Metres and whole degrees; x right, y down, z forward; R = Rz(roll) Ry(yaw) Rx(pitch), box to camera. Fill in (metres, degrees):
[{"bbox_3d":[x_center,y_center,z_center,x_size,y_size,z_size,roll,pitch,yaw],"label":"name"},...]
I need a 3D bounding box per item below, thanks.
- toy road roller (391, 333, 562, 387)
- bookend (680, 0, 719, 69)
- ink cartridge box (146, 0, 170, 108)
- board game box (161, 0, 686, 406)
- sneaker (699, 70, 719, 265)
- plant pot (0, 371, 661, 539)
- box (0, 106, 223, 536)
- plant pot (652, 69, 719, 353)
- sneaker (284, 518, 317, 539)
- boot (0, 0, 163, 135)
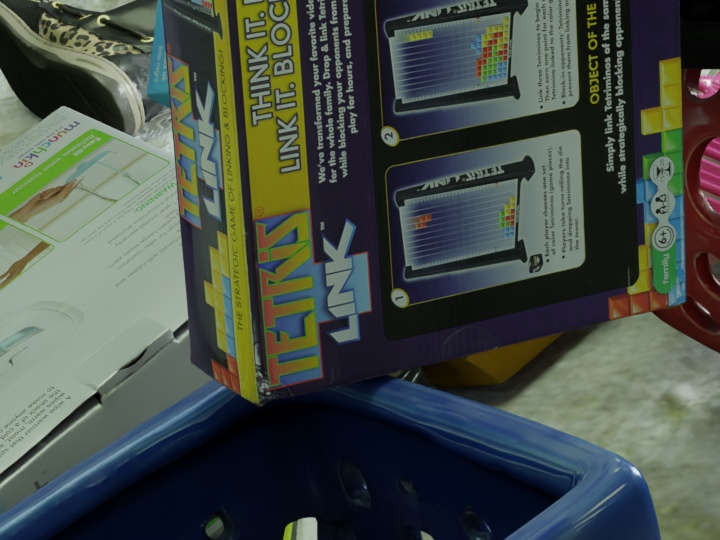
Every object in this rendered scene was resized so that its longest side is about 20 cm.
[{"bbox_3d":[0.000,0.000,1.269,0.200,0.123,0.146,-36,17,-31],"label":"toy road roller"},{"bbox_3d":[0.139,-0.170,0.965,0.200,0.199,0.092,4,50,32],"label":"bookend"},{"bbox_3d":[-0.002,-0.114,1.502,0.200,0.067,0.116,-2,-15,36],"label":"ink cartridge box"},{"bbox_3d":[0.021,-0.072,0.891,0.165,0.200,0.057,-11,19,-24],"label":"board game box"},{"bbox_3d":[0.166,-0.045,1.246,0.081,0.088,0.200,34,42,15],"label":"sneaker"},{"bbox_3d":[-0.020,0.160,0.862,0.200,0.180,0.200,-32,26,-27],"label":"plant pot"},{"bbox_3d":[-0.126,0.043,1.104,0.200,0.097,0.176,-40,41,-26],"label":"box"},{"bbox_3d":[0.218,-0.037,1.083,0.200,0.201,0.182,-28,31,-18],"label":"plant pot"},{"bbox_3d":[-0.040,0.124,1.093,0.081,0.074,0.200,-23,22,0],"label":"sneaker"},{"bbox_3d":[-0.143,-0.155,1.763,0.150,0.073,0.200,-31,30,-21],"label":"boot"}]
